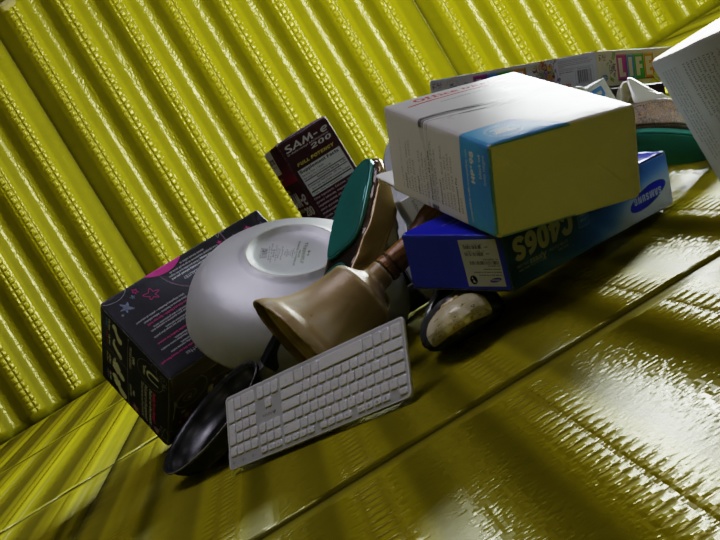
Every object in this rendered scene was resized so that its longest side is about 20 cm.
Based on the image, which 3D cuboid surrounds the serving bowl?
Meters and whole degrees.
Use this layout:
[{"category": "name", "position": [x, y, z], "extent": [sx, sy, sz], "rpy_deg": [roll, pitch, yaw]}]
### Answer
[{"category": "serving bowl", "position": [-0.058, 0.008, 1.322], "extent": [0.200, 0.066, 0.200], "rpy_deg": [-4, 33, 2]}]

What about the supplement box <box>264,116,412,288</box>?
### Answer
[{"category": "supplement box", "position": [-0.015, -0.049, 1.492], "extent": [0.061, 0.200, 0.109], "rpy_deg": [-32, 4, -9]}]

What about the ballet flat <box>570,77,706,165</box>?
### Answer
[{"category": "ballet flat", "position": [0.198, -0.119, 1.209], "extent": [0.200, 0.067, 0.068], "rpy_deg": [-5, -23, -3]}]

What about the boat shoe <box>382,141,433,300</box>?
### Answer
[{"category": "boat shoe", "position": [0.057, -0.037, 1.376], "extent": [0.067, 0.073, 0.200], "rpy_deg": [115, 157, -43]}]

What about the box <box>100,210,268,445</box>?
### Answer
[{"category": "box", "position": [-0.148, 0.059, 1.517], "extent": [0.200, 0.115, 0.132], "rpy_deg": [-33, -27, -28]}]

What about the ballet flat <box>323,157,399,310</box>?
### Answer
[{"category": "ballet flat", "position": [0.000, 0.000, 1.249], "extent": [0.069, 0.063, 0.200], "rpy_deg": [-30, 37, 53]}]

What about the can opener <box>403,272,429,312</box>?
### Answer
[{"category": "can opener", "position": [0.087, -0.013, 1.427], "extent": [0.063, 0.079, 0.200], "rpy_deg": [24, 46, 35]}]

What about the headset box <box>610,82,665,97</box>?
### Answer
[{"category": "headset box", "position": [0.173, -0.124, 1.414], "extent": [0.200, 0.077, 0.149], "rpy_deg": [-9, 3, -6]}]

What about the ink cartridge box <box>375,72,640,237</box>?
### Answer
[{"category": "ink cartridge box", "position": [0.094, -0.090, 1.072], "extent": [0.116, 0.067, 0.200], "rpy_deg": [-17, 21, -20]}]

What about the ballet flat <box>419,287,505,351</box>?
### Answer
[{"category": "ballet flat", "position": [0.068, 0.019, 1.105], "extent": [0.066, 0.057, 0.200], "rpy_deg": [-27, 5, 8]}]

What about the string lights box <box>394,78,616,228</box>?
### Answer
[{"category": "string lights box", "position": [0.140, -0.066, 1.267], "extent": [0.200, 0.103, 0.059], "rpy_deg": [-32, 2, -3]}]

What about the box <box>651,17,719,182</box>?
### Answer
[{"category": "box", "position": [0.314, -0.148, 0.983], "extent": [0.152, 0.106, 0.200], "rpy_deg": [-32, 4, -15]}]

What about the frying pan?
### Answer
[{"category": "frying pan", "position": [-0.096, 0.094, 1.232], "extent": [0.190, 0.031, 0.115], "rpy_deg": [-54, 15, -19]}]

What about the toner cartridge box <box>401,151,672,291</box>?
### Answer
[{"category": "toner cartridge box", "position": [0.132, -0.038, 1.092], "extent": [0.095, 0.043, 0.200], "rpy_deg": [3, 22, 46]}]

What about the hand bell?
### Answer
[{"category": "hand bell", "position": [0.025, -0.008, 1.132], "extent": [0.200, 0.104, 0.104], "rpy_deg": [-45, 7, -11]}]

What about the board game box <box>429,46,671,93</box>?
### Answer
[{"category": "board game box", "position": [0.187, -0.187, 1.479], "extent": [0.200, 0.034, 0.134], "rpy_deg": [-4, 5, 43]}]

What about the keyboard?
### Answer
[{"category": "keyboard", "position": [-0.033, 0.089, 1.058], "extent": [0.011, 0.056, 0.200], "rpy_deg": [6, -24, -42]}]
